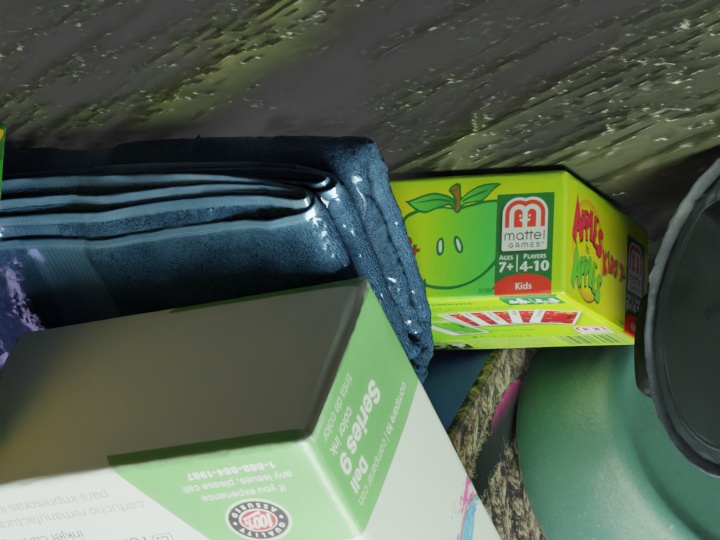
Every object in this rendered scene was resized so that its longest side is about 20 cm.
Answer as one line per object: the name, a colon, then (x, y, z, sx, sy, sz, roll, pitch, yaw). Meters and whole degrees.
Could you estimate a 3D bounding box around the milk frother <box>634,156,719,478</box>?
milk frother: (0.197, 0.075, 0.993, 0.188, 0.200, 0.180, 9, 152, -28)

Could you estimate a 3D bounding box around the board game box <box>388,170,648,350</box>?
board game box: (0.000, 0.000, 1.083, 0.200, 0.048, 0.102, -3, 167, 23)

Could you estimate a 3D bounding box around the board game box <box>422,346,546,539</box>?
board game box: (0.027, 0.128, 1.155, 0.097, 0.200, 0.159, -3, -155, 21)

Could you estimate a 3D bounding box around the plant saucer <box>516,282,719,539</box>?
plant saucer: (0.161, 0.076, 1.124, 0.200, 0.200, 0.036, 7, 142, -19)

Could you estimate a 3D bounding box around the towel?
towel: (-0.078, 0.006, 1.013, 0.200, 0.049, 0.112, -3, 132, 23)

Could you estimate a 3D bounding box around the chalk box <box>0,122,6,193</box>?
chalk box: (-0.238, 0.002, 0.962, 0.200, 0.124, 0.124, -3, 168, 31)

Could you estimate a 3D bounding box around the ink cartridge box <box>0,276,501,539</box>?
ink cartridge box: (-0.031, 0.112, 0.998, 0.145, 0.088, 0.200, -10, 128, 25)
